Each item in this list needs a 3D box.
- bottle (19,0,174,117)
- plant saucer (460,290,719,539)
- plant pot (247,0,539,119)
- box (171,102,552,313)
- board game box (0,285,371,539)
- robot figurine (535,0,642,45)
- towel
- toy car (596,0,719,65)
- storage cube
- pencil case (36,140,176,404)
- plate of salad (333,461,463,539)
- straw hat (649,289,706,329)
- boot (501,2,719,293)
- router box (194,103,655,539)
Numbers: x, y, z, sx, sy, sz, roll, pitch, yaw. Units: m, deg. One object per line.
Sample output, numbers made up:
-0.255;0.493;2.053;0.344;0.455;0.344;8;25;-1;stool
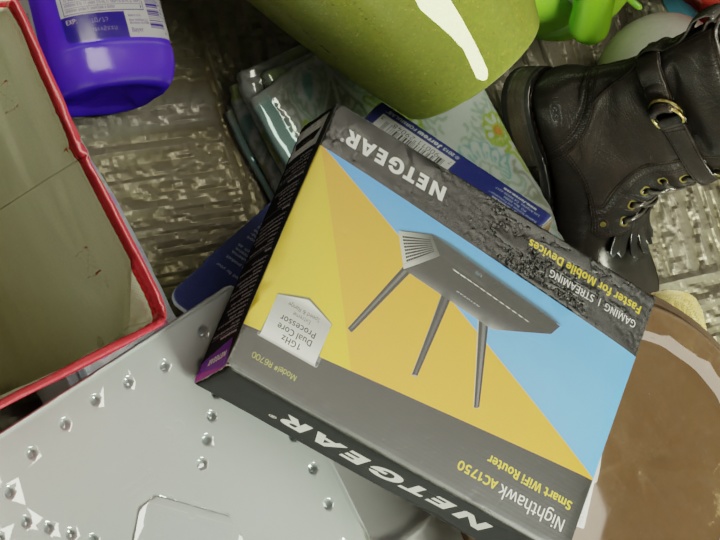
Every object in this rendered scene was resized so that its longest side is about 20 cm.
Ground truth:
-0.160;-0.185;1.207;0.083;0.065;0.202;-7;78;-43;bottle
0.139;0.102;1.187;0.198;0.029;0.202;6;75;-23;plant saucer
0.005;-0.188;1.224;0.201;0.186;0.188;53;49;-20;plant pot
0.000;0.000;1.195;0.121;0.033;0.200;35;49;15;box
-0.091;0.141;1.073;0.199;0.026;0.201;-33;103;-33;board game box
0.095;-0.210;1.376;0.199;0.116;0.176;19;27;-46;robot figurine
0.026;-0.054;1.319;0.171;0.048;0.201;-33;95;-40;towel
0.228;-0.118;1.456;0.200;0.184;0.177;-38;100;-11;toy car
-0.230;0.001;1.006;0.199;0.179;0.172;-27;91;-40;storage cube
-0.151;0.005;1.131;0.201;0.083;0.091;63;26;0;pencil case
-0.017;0.087;1.212;0.198;0.048;0.202;2;76;-9;plate of salad
0.114;0.089;1.302;0.201;0.085;0.203;-33;134;-41;straw hat
0.186;-0.057;1.349;0.069;0.173;0.201;-51;123;-40;boot
0.035;0.034;1.111;0.199;0.051;0.150;30;66;-17;router box
